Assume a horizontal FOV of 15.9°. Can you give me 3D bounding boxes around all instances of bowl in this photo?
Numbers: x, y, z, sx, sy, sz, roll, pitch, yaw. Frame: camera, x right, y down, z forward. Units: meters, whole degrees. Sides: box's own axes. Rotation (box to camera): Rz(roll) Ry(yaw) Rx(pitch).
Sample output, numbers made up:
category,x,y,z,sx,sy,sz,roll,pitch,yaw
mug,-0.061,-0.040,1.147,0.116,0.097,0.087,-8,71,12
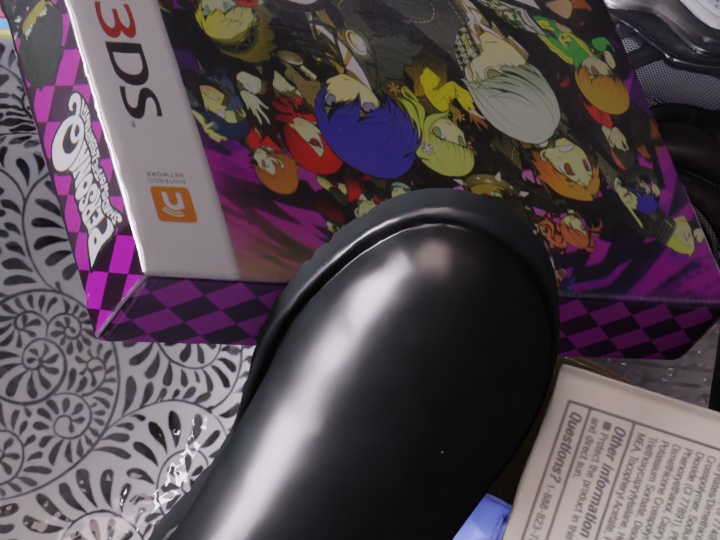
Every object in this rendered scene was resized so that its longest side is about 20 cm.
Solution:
category,x,y,z,sx,sy,sz,roll,pitch,yaw
bowl,-0.105,0.032,0.772,0.200,0.202,0.094,-24,4,-7

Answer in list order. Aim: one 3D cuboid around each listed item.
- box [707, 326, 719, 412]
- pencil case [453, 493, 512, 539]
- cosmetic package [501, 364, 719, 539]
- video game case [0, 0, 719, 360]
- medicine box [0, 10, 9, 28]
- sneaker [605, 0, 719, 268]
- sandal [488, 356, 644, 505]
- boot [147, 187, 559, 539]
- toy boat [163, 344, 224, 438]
category,x,y,z,sx,sy,sz,roll,pitch,yaw
box,0.204,-0.008,0.770,0.122,0.107,0.200,23,35,30
pencil case,0.005,0.147,0.729,0.078,0.087,0.200,27,56,27
cosmetic package,0.129,0.109,0.656,0.199,0.087,0.104,19,74,12
video game case,-0.005,-0.060,0.742,0.199,0.036,0.182,4,54,-34
medicine box,-0.190,-0.042,1.014,0.199,0.103,0.182,-26,39,-11
sneaker,0.086,-0.051,0.938,0.199,0.076,0.114,21,50,35
sandal,0.127,0.087,0.786,0.069,0.078,0.211,-10,34,-44
boot,-0.021,0.093,0.618,0.199,0.073,0.163,-53,13,28
toy boat,0.000,0.000,0.878,0.130,0.131,0.200,37,83,21
